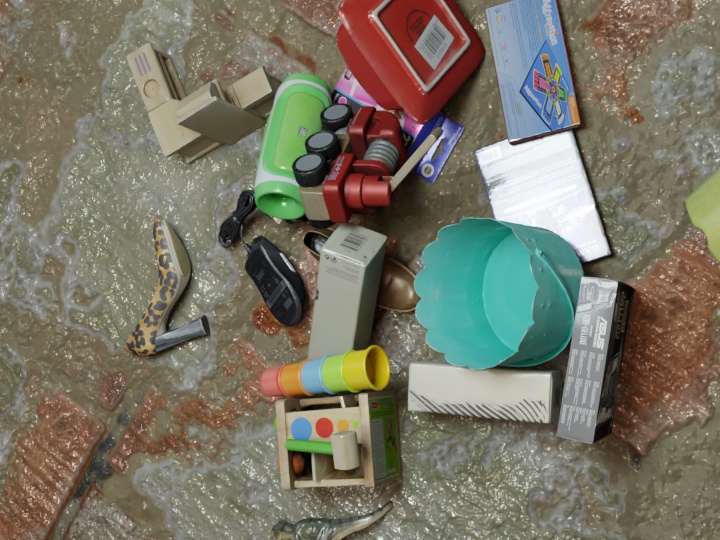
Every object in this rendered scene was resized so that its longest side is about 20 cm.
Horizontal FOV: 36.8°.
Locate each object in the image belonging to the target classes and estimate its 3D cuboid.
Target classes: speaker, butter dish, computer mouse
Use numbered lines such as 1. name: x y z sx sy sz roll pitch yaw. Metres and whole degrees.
1. speaker: -0.094 -0.177 1.527 0.087 0.089 0.202 -1 61 21
2. butter dish: 0.043 -0.312 1.506 0.200 0.200 0.147 51 144 -16
3. computer mouse: -0.124 -0.027 1.595 0.201 0.046 0.141 51 135 19

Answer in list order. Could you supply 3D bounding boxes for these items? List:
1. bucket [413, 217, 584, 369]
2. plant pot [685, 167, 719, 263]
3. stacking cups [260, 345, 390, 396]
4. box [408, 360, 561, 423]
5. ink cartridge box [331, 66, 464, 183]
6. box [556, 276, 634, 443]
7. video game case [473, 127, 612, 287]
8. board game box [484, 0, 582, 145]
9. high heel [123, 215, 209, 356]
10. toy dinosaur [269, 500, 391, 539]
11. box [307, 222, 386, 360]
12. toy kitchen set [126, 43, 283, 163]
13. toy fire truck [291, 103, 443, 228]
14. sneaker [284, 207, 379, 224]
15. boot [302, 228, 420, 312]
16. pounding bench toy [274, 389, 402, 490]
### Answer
1. bucket: 0.186 0.030 1.413 0.206 0.134 0.210 0 90 46
2. plant pot: 0.508 -0.085 1.316 0.184 0.200 0.202 -38 74 27
3. stacking cups: -0.056 0.141 1.481 0.198 0.060 0.061 -9 83 35
4. box: 0.169 0.163 1.473 0.198 0.082 0.069 2 88 22
5. ink cartridge box: 0.044 -0.216 1.570 0.199 0.037 0.095 33 98 17
6. box: 0.302 0.112 1.384 0.049 0.157 0.203 9 89 21
7. video game case: 0.249 -0.094 1.491 0.142 0.019 0.202 -19 81 19
8. board game box: 0.238 -0.282 1.497 0.102 0.019 0.202 -13 76 21
9. high heel: -0.328 0.028 1.672 0.141 0.071 0.202 -19 89 12
10. toy dinosaur: -0.044 0.392 1.559 0.198 0.047 0.089 -14 75 16
11. box: -0.020 0.041 1.492 0.068 0.082 0.202 20 127 14
12. toy kitchen set: -0.245 -0.291 1.615 0.199 0.163 0.182 -27 78 17
13. toy fire truck: 0.026 -0.151 1.432 0.198 0.130 0.177 3 43 21
14. sneaker: -0.063 -0.106 1.583 0.199 0.071 0.099 20 93 23
15. boot: 0.000 0.000 1.551 0.199 0.075 0.074 30 95 19
16. pounding bench toy: -0.049 0.235 1.487 0.154 0.200 0.126 -6 85 19
